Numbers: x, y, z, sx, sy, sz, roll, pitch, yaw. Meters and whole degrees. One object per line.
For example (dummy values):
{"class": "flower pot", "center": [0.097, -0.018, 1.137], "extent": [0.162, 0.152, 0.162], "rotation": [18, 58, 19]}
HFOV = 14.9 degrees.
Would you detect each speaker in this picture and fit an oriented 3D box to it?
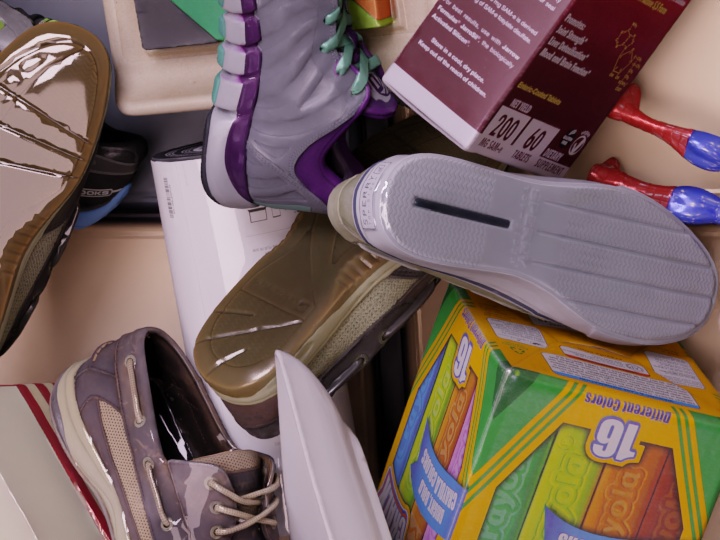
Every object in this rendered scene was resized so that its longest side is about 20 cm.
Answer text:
{"class": "speaker", "center": [-0.050, 0.033, 1.399], "extent": [0.081, 0.081, 0.200], "rotation": [-7, 99, 21]}

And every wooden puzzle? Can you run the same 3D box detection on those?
{"class": "wooden puzzle", "center": [-0.054, -0.179, 1.321], "extent": [0.185, 0.037, 0.200], "rotation": [-4, 97, 26]}

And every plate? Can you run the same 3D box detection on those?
{"class": "plate", "center": [0.000, 0.167, 1.273], "extent": [0.032, 0.200, 0.200], "rotation": [-12, 138, -8]}

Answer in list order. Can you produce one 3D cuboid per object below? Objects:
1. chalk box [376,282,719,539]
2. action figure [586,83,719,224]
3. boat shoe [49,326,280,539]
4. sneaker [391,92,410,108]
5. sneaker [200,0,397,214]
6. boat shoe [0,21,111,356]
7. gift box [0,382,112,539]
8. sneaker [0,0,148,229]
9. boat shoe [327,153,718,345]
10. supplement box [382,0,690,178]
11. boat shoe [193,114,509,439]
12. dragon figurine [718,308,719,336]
{"class": "chalk box", "center": [0.081, 0.126, 1.326], "extent": [0.125, 0.124, 0.200], "rotation": [12, 107, -16]}
{"class": "action figure", "center": [0.210, -0.029, 1.308], "extent": [0.200, 0.052, 0.065], "rotation": [26, 113, 20]}
{"class": "boat shoe", "center": [-0.080, 0.115, 1.342], "extent": [0.073, 0.074, 0.200], "rotation": [-45, 71, 33]}
{"class": "sneaker", "center": [-0.014, -0.171, 1.354], "extent": [0.200, 0.060, 0.104], "rotation": [36, 114, 12]}
{"class": "sneaker", "center": [-0.019, -0.116, 1.274], "extent": [0.087, 0.074, 0.200], "rotation": [13, 123, 10]}
{"class": "boat shoe", "center": [-0.179, -0.033, 1.382], "extent": [0.073, 0.065, 0.200], "rotation": [27, 98, 3]}
{"class": "gift box", "center": [-0.162, 0.172, 1.419], "extent": [0.185, 0.200, 0.187], "rotation": [-40, 71, 26]}
{"class": "sneaker", "center": [-0.184, -0.115, 1.425], "extent": [0.083, 0.071, 0.200], "rotation": [-39, 93, 21]}
{"class": "boat shoe", "center": [0.078, -0.015, 1.295], "extent": [0.200, 0.062, 0.072], "rotation": [19, 85, -29]}
{"class": "supplement box", "center": [0.109, -0.143, 1.267], "extent": [0.061, 0.109, 0.200], "rotation": [41, 103, 26]}
{"class": "boat shoe", "center": [0.000, 0.001, 1.348], "extent": [0.072, 0.201, 0.066], "rotation": [30, 155, 33]}
{"class": "dragon figurine", "center": [0.239, 0.095, 1.319], "extent": [0.059, 0.099, 0.200], "rotation": [-50, 64, 23]}
